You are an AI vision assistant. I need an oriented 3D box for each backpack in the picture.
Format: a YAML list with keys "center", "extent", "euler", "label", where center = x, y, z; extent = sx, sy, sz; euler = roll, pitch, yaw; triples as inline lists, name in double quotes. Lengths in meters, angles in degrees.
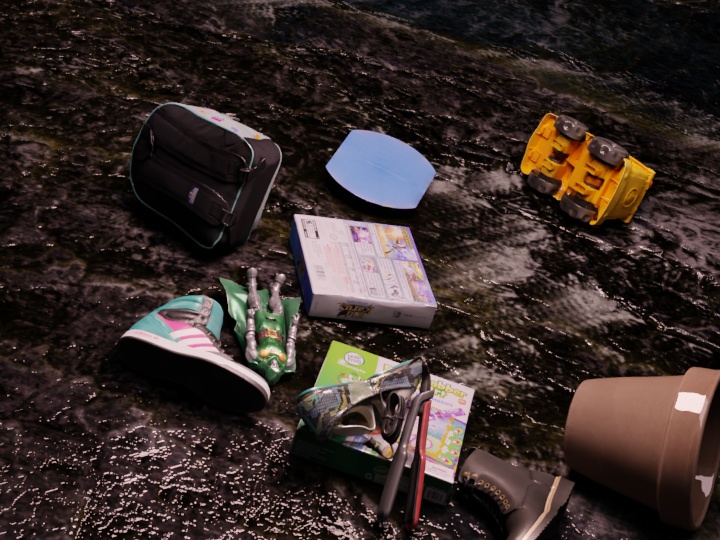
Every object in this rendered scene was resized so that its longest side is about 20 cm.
- center: [-0.223, -0.143, 1.951]
  extent: [0.199, 0.177, 0.153]
  euler: [27, 16, 18]
  label: "backpack"

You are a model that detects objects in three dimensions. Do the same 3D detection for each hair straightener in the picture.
- center: [0.043, 0.193, 1.577]
  extent: [0.076, 0.041, 0.202]
  euler: [15, 74, -13]
  label: "hair straightener"

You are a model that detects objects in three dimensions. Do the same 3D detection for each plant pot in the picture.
- center: [0.351, 0.206, 1.699]
  extent: [0.173, 0.202, 0.200]
  euler: [11, 28, 24]
  label: "plant pot"

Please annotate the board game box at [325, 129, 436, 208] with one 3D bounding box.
- center: [0.030, -0.150, 2.208]
  extent: [0.157, 0.039, 0.200]
  euler: [26, 38, 4]
  label: "board game box"

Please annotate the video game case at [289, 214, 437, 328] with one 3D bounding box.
- center: [0.000, 0.000, 1.954]
  extent: [0.180, 0.046, 0.201]
  euler: [6, 34, -16]
  label: "video game case"

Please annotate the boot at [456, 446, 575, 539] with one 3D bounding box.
- center: [0.158, 0.280, 1.588]
  extent: [0.137, 0.078, 0.200]
  euler: [22, 19, 15]
  label: "boot"

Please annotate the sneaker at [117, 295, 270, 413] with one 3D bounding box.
- center: [-0.186, 0.096, 1.691]
  extent: [0.199, 0.084, 0.121]
  euler: [22, 42, 10]
  label: "sneaker"

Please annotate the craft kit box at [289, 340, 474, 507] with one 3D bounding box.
- center: [0.032, 0.185, 1.691]
  extent: [0.198, 0.049, 0.198]
  euler: [19, 29, 2]
  label: "craft kit box"

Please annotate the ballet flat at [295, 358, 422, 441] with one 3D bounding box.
- center: [0.011, 0.160, 1.633]
  extent: [0.199, 0.075, 0.074]
  euler: [-14, 43, -37]
  label: "ballet flat"

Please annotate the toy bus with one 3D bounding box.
- center: [0.406, -0.171, 2.345]
  extent: [0.191, 0.136, 0.200]
  euler: [2, 30, -47]
  label: "toy bus"

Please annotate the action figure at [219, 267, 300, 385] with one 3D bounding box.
- center: [-0.120, 0.077, 1.777]
  extent: [0.117, 0.055, 0.201]
  euler: [10, 37, -17]
  label: "action figure"
